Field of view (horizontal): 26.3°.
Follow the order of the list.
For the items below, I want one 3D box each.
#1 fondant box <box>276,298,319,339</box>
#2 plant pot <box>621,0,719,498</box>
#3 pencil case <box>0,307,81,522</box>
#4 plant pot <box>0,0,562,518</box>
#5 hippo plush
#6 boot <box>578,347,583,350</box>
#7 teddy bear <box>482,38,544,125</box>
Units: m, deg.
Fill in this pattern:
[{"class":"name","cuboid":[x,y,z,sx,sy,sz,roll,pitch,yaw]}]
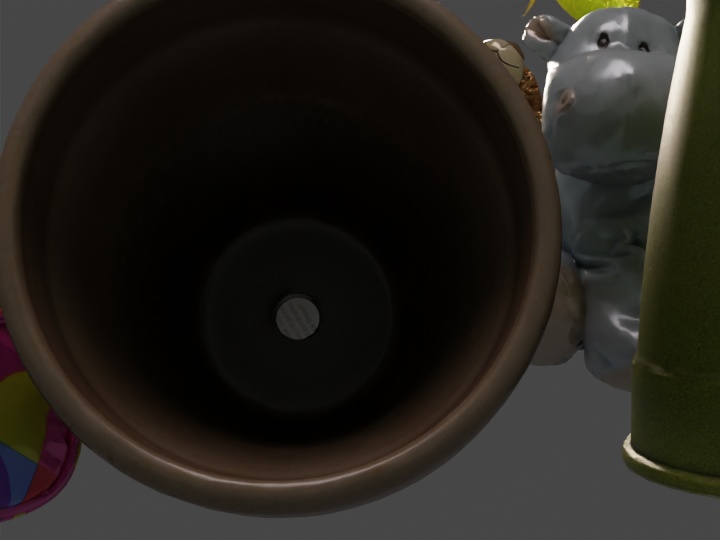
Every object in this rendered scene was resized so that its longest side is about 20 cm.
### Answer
[{"class":"fondant box","cuboid":[-0.044,-0.035,0.731,0.199,0.145,0.058,-28,26,4]},{"class":"plant pot","cuboid":[0.190,-0.030,0.572,0.198,0.195,0.200,-5,4,0]},{"class":"pencil case","cuboid":[-0.202,0.055,0.611,0.198,0.089,0.088,-4,4,35]},{"class":"plant pot","cuboid":[-0.031,0.002,0.607,0.198,0.203,0.175,-4,-13,-2]},{"class":"hippo plush","cuboid":[0.152,-0.047,0.785,0.157,0.162,0.200,9,25,8]},{"class":"boot","cuboid":[0.177,0.011,1.002,0.198,0.066,0.164,-2,4,-35]},{"class":"teddy bear","cuboid":[0.053,-0.112,1.033,0.198,0.067,0.145,-12,26,-29]}]
